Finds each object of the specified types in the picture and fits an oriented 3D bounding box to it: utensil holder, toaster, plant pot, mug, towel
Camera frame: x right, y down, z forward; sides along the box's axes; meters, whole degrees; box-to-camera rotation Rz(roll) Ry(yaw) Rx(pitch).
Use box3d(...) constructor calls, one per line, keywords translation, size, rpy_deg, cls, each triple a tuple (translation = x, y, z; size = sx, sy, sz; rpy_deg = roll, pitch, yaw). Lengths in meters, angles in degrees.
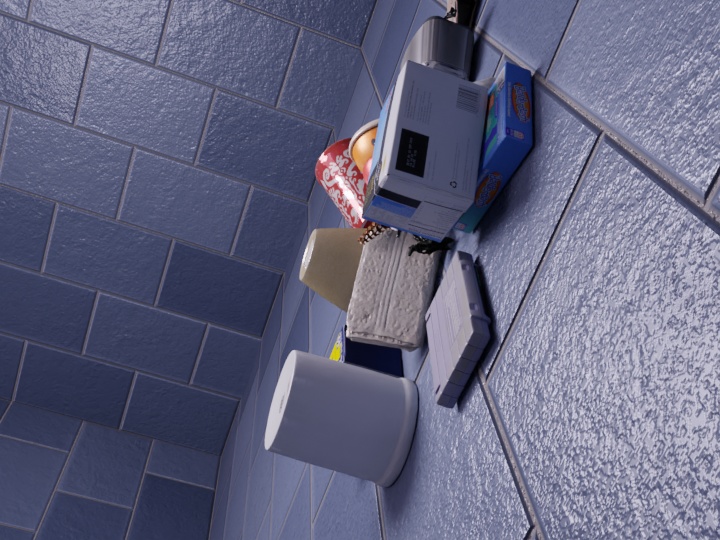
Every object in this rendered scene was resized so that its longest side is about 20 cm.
box3d(translation=(-0.033, 0.227, 1.307), size=(0.170, 0.198, 0.172), rpy_deg=(-164, 90, -80), cls="utensil holder")
box3d(translation=(0.142, -0.372, 1.568), size=(0.200, 0.112, 0.131), rpy_deg=(128, 153, -57), cls="toaster")
box3d(translation=(0.000, 0.000, 1.484), size=(0.187, 0.198, 0.190), rpy_deg=(-162, 90, -79), cls="plant pot")
box3d(translation=(0.021, -0.170, 1.724), size=(0.177, 0.133, 0.201), rpy_deg=(-35, 53, 6), cls="mug")
box3d(translation=(0.055, 0.027, 1.366), size=(0.035, 0.131, 0.202), rpy_deg=(62, -140, -65), cls="towel")

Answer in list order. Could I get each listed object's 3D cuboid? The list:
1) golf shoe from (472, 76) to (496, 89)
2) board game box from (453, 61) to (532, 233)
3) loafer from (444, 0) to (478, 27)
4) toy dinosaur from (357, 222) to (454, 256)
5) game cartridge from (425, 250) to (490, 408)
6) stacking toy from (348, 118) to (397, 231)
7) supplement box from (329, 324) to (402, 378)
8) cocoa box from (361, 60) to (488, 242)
box3d(translation=(0.139, -0.254, 1.354), size=(0.198, 0.079, 0.098), rpy_deg=(-8, 42, 32), cls="golf shoe")
box3d(translation=(0.184, -0.174, 1.221), size=(0.201, 0.044, 0.154), rpy_deg=(121, 162, -51), cls="board game box")
box3d(translation=(0.201, -0.515, 1.632), size=(0.063, 0.071, 0.203), rpy_deg=(12, 91, 62), cls="loafer")
box3d(translation=(0.091, -0.095, 1.360), size=(0.200, 0.102, 0.136), rpy_deg=(-48, 34, 24), cls="toy dinosaur")
box3d(translation=(0.132, 0.074, 1.151), size=(0.201, 0.038, 0.130), rpy_deg=(-90, 24, -58), cls="game cartridge")
box3d(translation=(0.065, -0.152, 1.460), size=(0.146, 0.144, 0.202), rpy_deg=(123, 141, -54), cls="stacking toy")
box3d(translation=(-0.013, 0.216, 1.463), size=(0.109, 0.108, 0.202), rpy_deg=(-92, 21, -60), cls="supplement box")
box3d(translation=(0.091, -0.168, 1.211), size=(0.131, 0.132, 0.202), rpy_deg=(124, 160, -61), cls="cocoa box")
